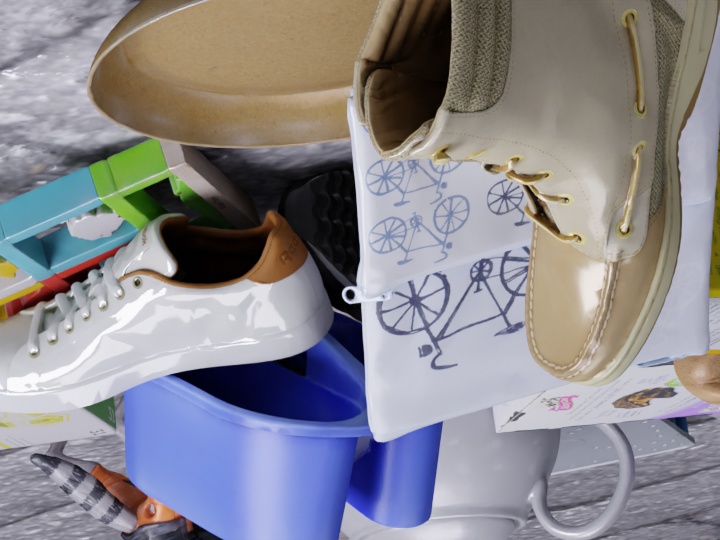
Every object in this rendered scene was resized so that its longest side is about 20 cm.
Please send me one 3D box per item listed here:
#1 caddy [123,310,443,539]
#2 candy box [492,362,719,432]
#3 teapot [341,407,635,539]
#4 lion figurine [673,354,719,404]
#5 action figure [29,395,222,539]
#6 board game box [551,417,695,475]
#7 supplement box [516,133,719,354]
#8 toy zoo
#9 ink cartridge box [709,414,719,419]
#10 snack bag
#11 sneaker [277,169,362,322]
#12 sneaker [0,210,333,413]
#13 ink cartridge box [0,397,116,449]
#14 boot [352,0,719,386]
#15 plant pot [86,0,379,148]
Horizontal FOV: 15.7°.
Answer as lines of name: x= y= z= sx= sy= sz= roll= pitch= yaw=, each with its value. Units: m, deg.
caddy: x=-0.041 y=0.067 z=1.367 sx=0.141 sy=0.106 sz=0.200 roll=-13 pitch=-155 yaw=-38
candy box: x=0.195 y=0.044 z=1.640 sx=0.199 sy=0.072 sz=0.168 roll=-3 pitch=165 yaw=-15
teapot: x=0.053 y=0.138 z=1.761 sx=0.196 sy=0.147 sz=0.200 roll=1 pitch=162 yaw=-28
lion figurine: x=0.198 y=0.024 z=1.454 sx=0.122 sy=0.073 sz=0.200 roll=-24 pitch=-157 yaw=11
action figure: x=-0.151 y=0.192 z=1.767 sx=0.200 sy=0.194 sz=0.105 roll=-31 pitch=-178 yaw=40
board game box: x=0.134 y=0.124 z=1.969 sx=0.199 sy=0.026 sz=0.200 roll=-13 pitch=163 yaw=18
supplement box: x=0.132 y=-0.025 z=1.314 sx=0.199 sy=0.110 sz=0.109 roll=2 pitch=161 yaw=-28
toy zoo: x=-0.160 y=-0.006 z=1.328 sx=0.199 sy=0.021 sz=0.131 roll=-23 pitch=161 yaw=9
ink cartridge box: x=0.328 y=0.061 z=1.808 sx=0.199 sy=0.057 sz=0.162 roll=-10 pitch=164 yaw=26
snack bag: x=0.081 y=-0.017 z=1.182 sx=0.188 sy=0.021 sz=0.201 roll=-15 pitch=127 yaw=-18
sneaker: x=0.000 y=0.000 z=1.409 sx=0.090 sy=0.070 sz=0.200 roll=-13 pitch=163 yaw=32
sneaker: x=-0.119 y=0.012 z=1.317 sx=0.199 sy=0.073 sz=0.085 roll=-14 pitch=125 yaw=8
ink cartridge box: x=-0.173 y=0.063 z=1.586 sx=0.199 sy=0.048 sz=0.146 roll=-8 pitch=163 yaw=11
boot: x=0.064 y=-0.043 z=1.073 sx=0.155 sy=0.201 sz=0.073 roll=-5 pitch=-155 yaw=-40
plant pot: x=-0.021 y=-0.100 z=1.136 sx=0.199 sy=0.028 sz=0.200 roll=-8 pitch=164 yaw=-2
